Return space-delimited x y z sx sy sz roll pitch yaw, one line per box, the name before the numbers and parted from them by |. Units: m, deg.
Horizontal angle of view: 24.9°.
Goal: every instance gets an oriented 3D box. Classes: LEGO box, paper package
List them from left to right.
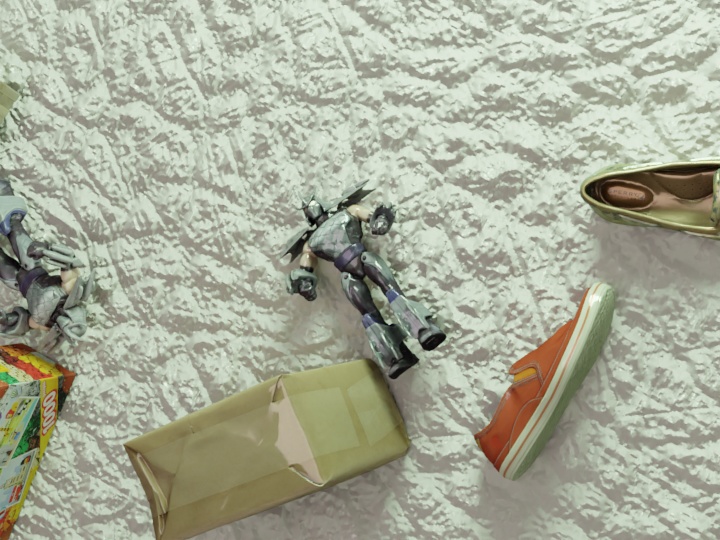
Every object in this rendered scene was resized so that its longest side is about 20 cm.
LEGO box | -0.389 0.181 1.642 0.077 0.149 0.201 28 102 19
paper package | -0.083 0.165 1.493 0.190 0.200 0.104 -25 83 22

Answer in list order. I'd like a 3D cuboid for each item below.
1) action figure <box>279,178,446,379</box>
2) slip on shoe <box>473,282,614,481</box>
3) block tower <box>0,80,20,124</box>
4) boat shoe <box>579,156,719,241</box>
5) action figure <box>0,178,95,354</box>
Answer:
action figure | 0.000 0.000 1.524 0.130 0.069 0.200 -43 74 23
slip on shoe | 0.164 0.094 1.462 0.061 0.074 0.201 35 109 20
block tower | -0.426 -0.124 1.660 0.054 0.058 0.201 26 83 46
boat shoe | 0.290 -0.061 1.406 0.199 0.063 0.074 0 91 21
action figure | -0.341 0.002 1.650 0.200 0.069 0.130 47 114 18
